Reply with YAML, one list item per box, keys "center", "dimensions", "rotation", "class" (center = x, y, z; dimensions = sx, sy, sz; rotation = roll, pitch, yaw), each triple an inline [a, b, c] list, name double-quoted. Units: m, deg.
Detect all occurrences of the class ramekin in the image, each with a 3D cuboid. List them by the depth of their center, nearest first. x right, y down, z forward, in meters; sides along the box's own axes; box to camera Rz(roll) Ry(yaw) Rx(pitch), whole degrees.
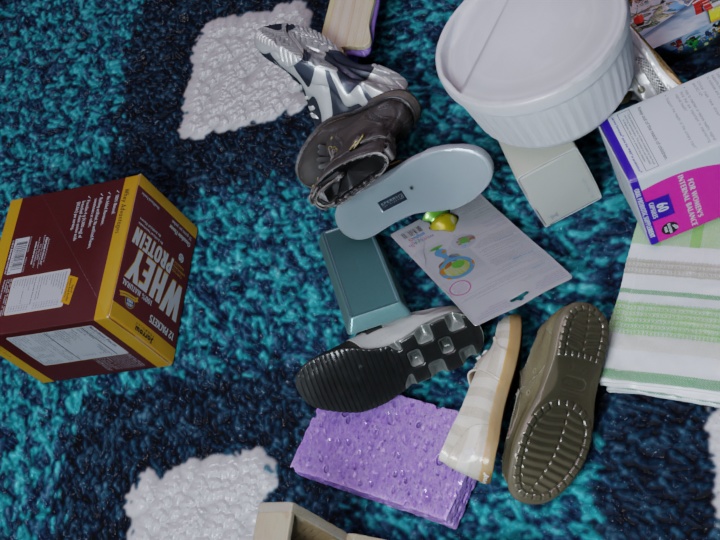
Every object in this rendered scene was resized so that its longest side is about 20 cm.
- center: [0.184, -0.213, 1.253]
  dimensions: [0.202, 0.094, 0.203]
  rotation: [-16, 50, 20]
  class: "ramekin"

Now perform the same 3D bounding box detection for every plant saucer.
- center: [0.000, 0.000, 1.362]
  dimensions: [0.070, 0.019, 0.200]
  rotation: [-18, 32, -1]
  class: "plant saucer"

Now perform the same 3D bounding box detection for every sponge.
- center: [0.032, 0.184, 1.277]
  dimensions: [0.199, 0.030, 0.112]
  rotation: [12, 68, 35]
  class: "sponge"

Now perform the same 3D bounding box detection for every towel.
- center: [0.323, 0.036, 1.212]
  dimensions: [0.149, 0.031, 0.201]
  rotation: [7, 63, 30]
  class: "towel"

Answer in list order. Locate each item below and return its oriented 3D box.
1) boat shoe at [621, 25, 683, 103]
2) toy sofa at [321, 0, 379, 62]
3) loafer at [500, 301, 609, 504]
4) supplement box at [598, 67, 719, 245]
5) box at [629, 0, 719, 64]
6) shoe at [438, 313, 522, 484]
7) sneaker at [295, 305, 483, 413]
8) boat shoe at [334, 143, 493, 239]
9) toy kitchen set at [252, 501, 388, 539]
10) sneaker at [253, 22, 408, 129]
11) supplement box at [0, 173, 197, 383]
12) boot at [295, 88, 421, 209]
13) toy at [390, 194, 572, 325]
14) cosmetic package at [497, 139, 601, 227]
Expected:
- center: [0.290, -0.205, 1.316]
  dimensions: [0.069, 0.071, 0.200]
  rotation: [-42, 72, 15]
  class: "boat shoe"
- center: [-0.003, -0.326, 1.571]
  dimensions: [0.097, 0.083, 0.201]
  rotation: [-1, 62, 23]
  class: "toy sofa"
- center: [0.187, 0.129, 1.202]
  dimensions: [0.201, 0.076, 0.067]
  rotation: [-69, 13, -8]
  class: "loafer"
- center: [0.353, -0.126, 1.223]
  dimensions: [0.199, 0.101, 0.104]
  rotation: [-24, 44, 9]
  class: "supplement box"
- center: [0.339, -0.298, 1.392]
  dimensions: [0.199, 0.038, 0.137]
  rotation: [-22, 53, 16]
  class: "box"
- center: [0.123, 0.117, 1.215]
  dimensions: [0.053, 0.070, 0.200]
  rotation: [10, 46, 12]
  class: "shoe"
- center: [0.028, 0.089, 1.303]
  dimensions: [0.199, 0.074, 0.089]
  rotation: [-17, 16, -1]
  class: "sneaker"
- center: [0.065, -0.103, 1.372]
  dimensions: [0.200, 0.071, 0.091]
  rotation: [-20, 20, 31]
  class: "boat shoe"
- center: [0.025, 0.311, 1.106]
  dimensions: [0.199, 0.180, 0.164]
  rotation: [-8, 59, 30]
  class: "toy kitchen set"
- center: [-0.049, -0.205, 1.488]
  dimensions: [0.199, 0.130, 0.080]
  rotation: [23, 37, 4]
  class: "sneaker"
- center: [-0.331, 0.012, 1.515]
  dimensions: [0.199, 0.133, 0.198]
  rotation: [-8, 58, 25]
  class: "supplement box"
- center: [-0.023, -0.119, 1.377]
  dimensions: [0.200, 0.069, 0.174]
  rotation: [-33, 17, 34]
  class: "boot"
- center: [0.127, -0.005, 1.320]
  dimensions: [0.115, 0.047, 0.200]
  rotation: [-26, 41, -11]
  class: "toy"
- center: [0.183, -0.160, 1.354]
  dimensions: [0.073, 0.104, 0.200]
  rotation: [-28, 53, 10]
  class: "cosmetic package"
